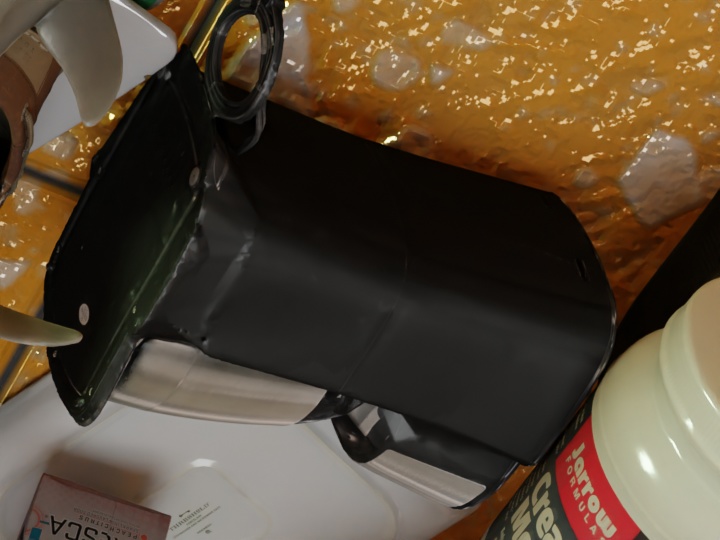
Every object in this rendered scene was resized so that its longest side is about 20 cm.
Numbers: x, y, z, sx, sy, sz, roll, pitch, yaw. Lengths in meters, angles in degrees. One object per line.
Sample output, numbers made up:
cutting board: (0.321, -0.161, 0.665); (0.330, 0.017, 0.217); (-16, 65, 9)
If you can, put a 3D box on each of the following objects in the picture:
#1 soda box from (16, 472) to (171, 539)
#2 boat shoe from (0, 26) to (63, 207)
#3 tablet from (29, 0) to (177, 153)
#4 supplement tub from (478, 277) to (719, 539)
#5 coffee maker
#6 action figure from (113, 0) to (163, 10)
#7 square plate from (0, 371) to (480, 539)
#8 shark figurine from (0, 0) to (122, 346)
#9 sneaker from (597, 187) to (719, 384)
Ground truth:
soda box: (-0.148, 0.181, 1.050); (0.063, 0.068, 0.200); (19, 137, -8)
boat shoe: (-0.165, -0.049, 0.877); (0.076, 0.072, 0.200); (22, 147, -9)
tablet: (-0.180, -0.116, 0.864); (0.200, 0.014, 0.130); (34, 142, -27)
supplement tub: (0.136, 0.113, 0.936); (0.140, 0.141, 0.200); (18, 129, -18)
coffee maker: (0.000, 0.000, 0.908); (0.200, 0.135, 0.192); (16, 145, -28)
action figure: (-0.057, -0.154, 0.841); (0.200, 0.055, 0.118); (-30, 93, 34)
square plate: (-0.076, 0.108, 1.061); (0.200, 0.028, 0.198); (-33, 122, 18)
shark figurine: (-0.125, -0.081, 0.747); (0.128, 0.215, 0.090); (19, 155, 6)
sneaker: (0.204, 0.016, 0.985); (0.121, 0.084, 0.200); (24, 128, -16)
